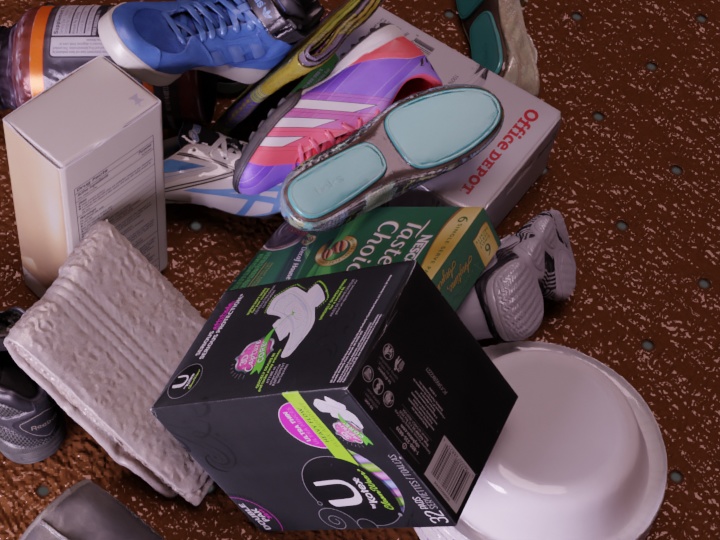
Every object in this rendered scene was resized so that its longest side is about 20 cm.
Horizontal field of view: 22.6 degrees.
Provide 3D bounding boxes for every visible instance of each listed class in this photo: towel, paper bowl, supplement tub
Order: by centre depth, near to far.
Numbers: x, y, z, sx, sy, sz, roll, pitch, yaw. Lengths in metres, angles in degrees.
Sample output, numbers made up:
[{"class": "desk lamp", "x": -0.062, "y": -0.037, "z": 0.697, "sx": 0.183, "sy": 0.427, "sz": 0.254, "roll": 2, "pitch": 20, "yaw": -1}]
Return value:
[{"class": "towel", "x": -0.164, "y": 0.072, "z": 1.359, "sx": 0.200, "sy": 0.034, "sz": 0.133, "roll": 48, "pitch": 53, "yaw": -21}, {"class": "paper bowl", "x": 0.135, "y": 0.142, "z": 1.372, "sx": 0.200, "sy": 0.105, "sz": 0.201, "roll": 3, "pitch": 53, "yaw": -5}, {"class": "towel", "x": -0.052, "y": -0.178, "z": 1.529, "sx": 0.023, "sy": 0.200, "sz": 0.144, "roll": 46, "pitch": 55, "yaw": -9}, {"class": "supplement tub", "x": -0.226, "y": -0.173, "z": 1.535, "sx": 0.199, "sy": 0.107, "sz": 0.107, "roll": 0, "pitch": 54, "yaw": 5}]

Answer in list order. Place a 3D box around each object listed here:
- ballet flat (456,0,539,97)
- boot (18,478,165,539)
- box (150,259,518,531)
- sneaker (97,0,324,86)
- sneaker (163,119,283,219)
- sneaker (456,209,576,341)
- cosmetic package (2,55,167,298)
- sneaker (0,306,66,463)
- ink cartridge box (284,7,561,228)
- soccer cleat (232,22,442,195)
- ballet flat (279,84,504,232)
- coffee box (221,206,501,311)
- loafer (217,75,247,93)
[{"class": "ballet flat", "x": 0.129, "y": -0.233, "z": 1.679, "sx": 0.062, "sy": 0.067, "sz": 0.201, "roll": 18, "pitch": 52, "yaw": -31}, {"class": "boot", "x": -0.168, "y": 0.254, "z": 1.265, "sx": 0.200, "sy": 0.073, "sz": 0.182, "roll": 34, "pitch": 43, "yaw": 8}, {"class": "box", "x": -0.019, "y": 0.096, "z": 1.299, "sx": 0.199, "sy": 0.149, "sz": 0.125, "roll": -8, "pitch": 39, "yaw": 42}, {"class": "sneaker", "x": -0.109, "y": -0.201, "z": 1.412, "sx": 0.200, "sy": 0.111, "sz": 0.077, "roll": -1, "pitch": 60, "yaw": -54}, {"class": "sneaker", "x": -0.114, "y": -0.087, "z": 1.504, "sx": 0.199, "sy": 0.073, "sz": 0.072, "roll": 2, "pitch": 29, "yaw": 1}, {"class": "sneaker", "x": 0.103, "y": 0.007, "z": 1.474, "sx": 0.114, "sy": 0.075, "sz": 0.200, "roll": -9, "pitch": 16, "yaw": 25}, {"class": "cosmetic package", "x": -0.211, "y": -0.057, "z": 1.401, "sx": 0.071, "sy": 0.200, "sz": 0.105, "roll": 38, "pitch": 57, "yaw": 23}, {"class": "sneaker", "x": -0.297, "y": 0.047, "z": 1.371, "sx": 0.076, "sy": 0.114, "sz": 0.199, "roll": -31, "pitch": 62, "yaw": -29}, {"class": "ink cartridge box", "x": 0.050, "y": -0.117, "z": 1.556, "sx": 0.200, "sy": 0.084, "sz": 0.146, "roll": 32, "pitch": 58, "yaw": 15}, {"class": "soccer cleat", "x": -0.019, "y": -0.120, "z": 1.466, "sx": 0.073, "sy": 0.068, "sz": 0.200, "roll": 43, "pitch": 68, "yaw": 13}, {"class": "ballet flat", "x": 0.022, "y": -0.089, "z": 1.449, "sx": 0.199, "sy": 0.074, "sz": 0.074, "roll": -24, "pitch": 61, "yaw": -13}, {"class": "coffee box", "x": 0.000, "y": 0.000, "z": 1.425, "sx": 0.199, "sy": 0.044, "sz": 0.123, "roll": 4, "pitch": 43, "yaw": 40}, {"class": "loafer", "x": -0.118, "y": -0.254, "z": 1.644, "sx": 0.072, "sy": 0.063, "sz": 0.201, "roll": 2, "pitch": 54, "yaw": -7}]
